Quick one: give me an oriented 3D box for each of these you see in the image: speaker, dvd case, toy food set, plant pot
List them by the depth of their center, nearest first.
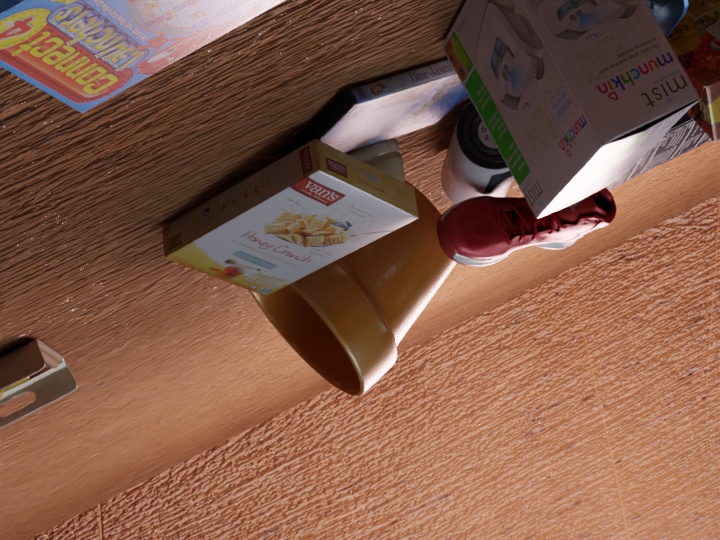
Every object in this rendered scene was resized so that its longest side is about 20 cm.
[{"bbox_3d":[0.030,-0.148,1.562,0.200,0.018,0.143,-22,170,-37],"label":"dvd case"},{"bbox_3d":[0.131,-0.122,1.815,0.081,0.081,0.200,-26,171,-7],"label":"speaker"},{"bbox_3d":[0.000,0.000,1.834,0.183,0.200,0.200,-41,175,-16],"label":"plant pot"},{"bbox_3d":[-0.387,0.139,1.837,0.143,0.061,0.200,-26,172,-5],"label":"toy food set"}]

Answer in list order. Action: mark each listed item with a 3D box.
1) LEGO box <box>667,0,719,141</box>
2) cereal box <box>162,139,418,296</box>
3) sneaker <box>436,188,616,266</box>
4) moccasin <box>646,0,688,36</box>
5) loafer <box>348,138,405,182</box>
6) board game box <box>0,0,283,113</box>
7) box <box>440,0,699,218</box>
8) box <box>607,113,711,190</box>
[{"bbox_3d":[0.387,-0.234,1.666,0.199,0.149,0.077,-27,135,-6],"label":"LEGO box"},{"bbox_3d":[-0.066,-0.045,1.589,0.200,0.040,0.144,-27,148,34],"label":"cereal box"},{"bbox_3d":[0.182,-0.062,1.780,0.199,0.079,0.115,-13,170,-36],"label":"sneaker"},{"bbox_3d":[0.245,-0.223,1.639,0.068,0.081,0.200,-19,154,-20],"label":"moccasin"},{"bbox_3d":[-0.042,-0.061,1.678,0.199,0.068,0.076,-28,171,5],"label":"loafer"},{"bbox_3d":[-0.107,-0.170,0.907,0.195,0.056,0.200,-29,171,6],"label":"board game box"},{"bbox_3d":[0.165,-0.161,1.376,0.096,0.177,0.200,-25,172,-15],"label":"box"},{"bbox_3d":[0.305,-0.182,1.835,0.198,0.124,0.200,-25,171,-3],"label":"box"}]
